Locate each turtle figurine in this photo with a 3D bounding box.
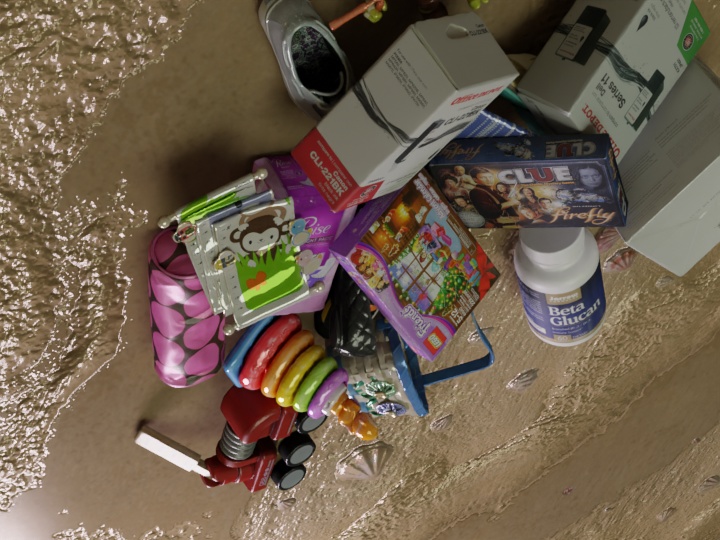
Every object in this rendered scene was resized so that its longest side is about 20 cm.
[{"bbox_3d":[0.057,-0.294,1.345,0.200,0.064,0.161,-47,149,5],"label":"turtle figurine"}]

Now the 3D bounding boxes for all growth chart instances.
[{"bbox_3d":[-0.118,-0.020,1.444,0.144,0.018,0.201,-31,133,-9],"label":"growth chart"}]

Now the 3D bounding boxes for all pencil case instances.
[{"bbox_3d":[-0.192,0.043,1.547,0.093,0.091,0.201,-20,144,-25],"label":"pencil case"}]

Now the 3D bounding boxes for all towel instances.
[{"bbox_3d":[0.159,-0.126,1.533,0.198,0.024,0.145,22,151,-18],"label":"towel"}]

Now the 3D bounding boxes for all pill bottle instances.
[{"bbox_3d":[0.259,0.003,1.774,0.110,0.112,0.201,-27,142,-4],"label":"pill bottle"}]

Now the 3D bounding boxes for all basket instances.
[{"bbox_3d":[0.063,0.105,1.736,0.198,0.140,0.177,-23,142,7],"label":"basket"}]

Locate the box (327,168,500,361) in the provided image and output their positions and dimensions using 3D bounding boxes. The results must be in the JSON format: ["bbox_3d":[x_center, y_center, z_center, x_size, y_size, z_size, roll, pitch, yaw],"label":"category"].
[{"bbox_3d":[0.066,-0.009,1.555,0.137,0.039,0.200,-50,128,-12],"label":"box"}]

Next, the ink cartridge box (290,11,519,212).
[{"bbox_3d":[0.046,-0.162,1.385,0.200,0.084,0.144,-44,169,34],"label":"ink cartridge box"}]

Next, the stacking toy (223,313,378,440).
[{"bbox_3d":[-0.057,0.136,1.625,0.110,0.199,0.116,-52,166,-11],"label":"stacking toy"}]

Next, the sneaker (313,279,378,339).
[{"bbox_3d":[0.016,0.005,1.627,0.200,0.070,0.090,-40,170,4],"label":"sneaker"}]

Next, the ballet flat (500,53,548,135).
[{"bbox_3d":[0.191,-0.207,1.541,0.071,0.071,0.200,-41,141,14],"label":"ballet flat"}]

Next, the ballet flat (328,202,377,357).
[{"bbox_3d":[0.000,0.000,1.581,0.056,0.066,0.203,5,94,-19],"label":"ballet flat"}]

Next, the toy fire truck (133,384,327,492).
[{"bbox_3d":[-0.168,0.205,1.733,0.198,0.129,0.177,-14,141,-35],"label":"toy fire truck"}]

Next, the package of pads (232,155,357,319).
[{"bbox_3d":[-0.079,-0.036,1.538,0.119,0.076,0.201,-9,138,-30],"label":"package of pads"}]

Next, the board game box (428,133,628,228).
[{"bbox_3d":[0.188,-0.097,1.513,0.198,0.035,0.136,0,149,22],"label":"board game box"}]

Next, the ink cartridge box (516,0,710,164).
[{"bbox_3d":[0.280,-0.231,1.498,0.201,0.083,0.146,-55,141,-2],"label":"ink cartridge box"}]

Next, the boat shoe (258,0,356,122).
[{"bbox_3d":[-0.044,-0.199,1.379,0.070,0.072,0.201,-31,144,1],"label":"boat shoe"}]

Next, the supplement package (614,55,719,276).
[{"bbox_3d":[0.365,-0.143,1.607,0.191,0.201,0.146,-44,141,19],"label":"supplement package"}]
